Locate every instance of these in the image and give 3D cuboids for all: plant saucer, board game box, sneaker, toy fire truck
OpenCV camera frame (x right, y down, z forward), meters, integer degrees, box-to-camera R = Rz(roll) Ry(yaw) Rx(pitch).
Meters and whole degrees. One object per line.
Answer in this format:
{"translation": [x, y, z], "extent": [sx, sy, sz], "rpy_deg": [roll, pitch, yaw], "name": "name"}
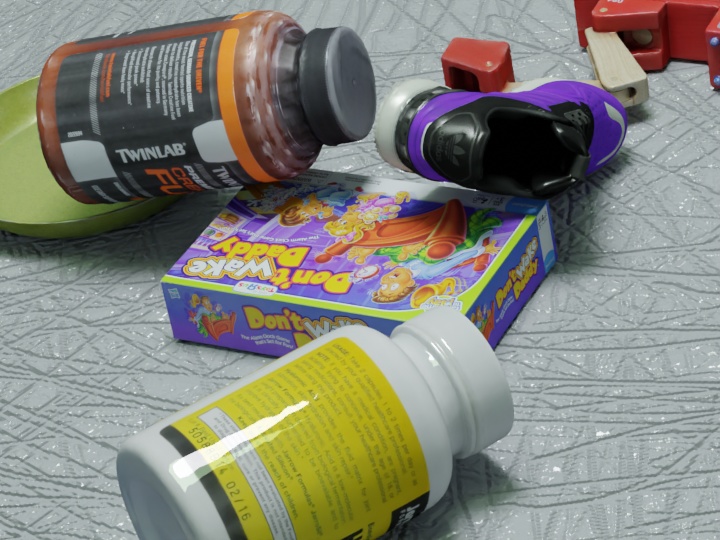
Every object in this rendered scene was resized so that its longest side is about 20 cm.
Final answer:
{"translation": [-0.180, -0.077, 1.934], "extent": [0.199, 0.031, 0.200], "rpy_deg": [-7, 35, 5], "name": "plant saucer"}
{"translation": [0.000, 0.000, 1.754], "extent": [0.199, 0.045, 0.135], "rpy_deg": [9, 39, 27], "name": "board game box"}
{"translation": [0.109, -0.073, 1.757], "extent": [0.200, 0.070, 0.099], "rpy_deg": [-5, 18, -44], "name": "sneaker"}
{"translation": [0.169, -0.142, 1.905], "extent": [0.199, 0.049, 0.141], "rpy_deg": [9, 40, 27], "name": "toy fire truck"}

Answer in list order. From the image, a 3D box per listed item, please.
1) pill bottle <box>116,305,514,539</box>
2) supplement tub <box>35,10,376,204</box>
{"translation": [-0.021, 0.097, 1.560], "extent": [0.200, 0.112, 0.111], "rpy_deg": [-28, 37, -21], "name": "pill bottle"}
{"translation": [-0.094, -0.103, 1.800], "extent": [0.199, 0.107, 0.107], "rpy_deg": [-7, 33, 25], "name": "supplement tub"}
